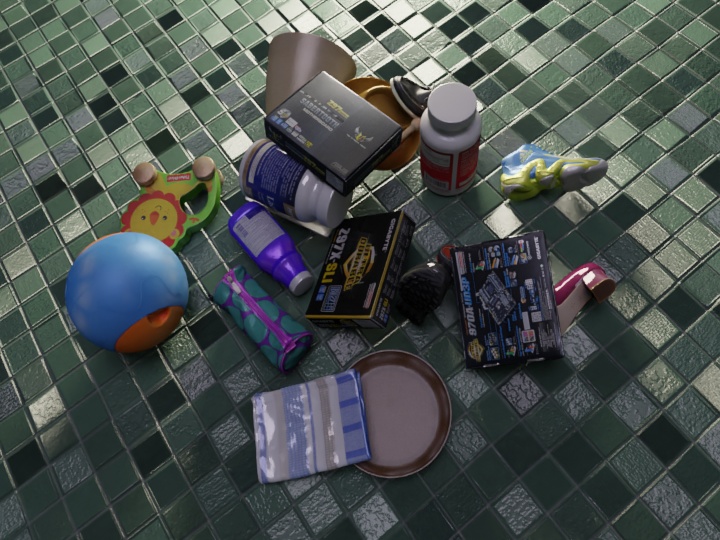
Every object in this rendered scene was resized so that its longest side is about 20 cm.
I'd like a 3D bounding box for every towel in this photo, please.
[{"bbox_3d":[-0.083,0.249,0.939,0.195,0.024,0.150,-16,64,14],"label":"towel"}]

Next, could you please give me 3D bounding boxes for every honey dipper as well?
[{"bbox_3d":[0.037,-0.213,1.095,0.198,0.038,0.038,-37,63,15],"label":"honey dipper"}]

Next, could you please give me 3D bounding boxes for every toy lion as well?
[{"bbox_3d":[-0.375,-0.117,1.156,0.194,0.069,0.197,-5,71,4],"label":"toy lion"}]

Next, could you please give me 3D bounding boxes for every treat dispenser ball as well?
[{"bbox_3d":[-0.396,0.038,1.001,0.195,0.202,0.206,-3,64,5],"label":"treat dispenser ball"}]

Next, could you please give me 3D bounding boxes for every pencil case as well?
[{"bbox_3d":[-0.172,0.082,1.015,0.199,0.093,0.085,40,74,21],"label":"pencil case"}]

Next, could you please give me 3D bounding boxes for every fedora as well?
[{"bbox_3d":[0.042,-0.293,1.128,0.196,0.081,0.206,3,82,-23],"label":"fedora"}]

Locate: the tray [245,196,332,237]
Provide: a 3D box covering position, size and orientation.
[{"bbox_3d":[-0.121,-0.141,1.154,0.197,0.022,0.109,25,71,17],"label":"tray"}]

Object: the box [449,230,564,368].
[{"bbox_3d":[0.236,0.050,0.951,0.155,0.046,0.206,-11,81,20],"label":"box"}]

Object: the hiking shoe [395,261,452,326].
[{"bbox_3d":[0.109,0.016,0.952,0.075,0.201,0.101,35,70,5],"label":"hiking shoe"}]

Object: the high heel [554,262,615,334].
[{"bbox_3d":[0.333,0.059,1.002,0.197,0.096,0.068,-29,106,7],"label":"high heel"}]

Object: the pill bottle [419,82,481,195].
[{"bbox_3d":[0.163,-0.236,1.065,0.109,0.201,0.115,-2,64,5],"label":"pill bottle"}]

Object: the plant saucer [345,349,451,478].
[{"bbox_3d":[0.049,0.231,0.951,0.195,0.032,0.205,-3,65,6],"label":"plant saucer"}]

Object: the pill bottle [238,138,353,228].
[{"bbox_3d":[-0.117,-0.158,1.078,0.197,0.116,0.117,24,69,22],"label":"pill bottle"}]

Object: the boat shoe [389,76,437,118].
[{"bbox_3d":[0.137,-0.316,1.109,0.065,0.198,0.076,-26,50,36],"label":"boat shoe"}]

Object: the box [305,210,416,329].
[{"bbox_3d":[0.000,0.000,1.016,0.157,0.049,0.204,-5,58,44],"label":"box"}]

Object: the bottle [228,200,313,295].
[{"bbox_3d":[-0.163,-0.039,1.086,0.083,0.066,0.200,-40,67,-10],"label":"bottle"}]

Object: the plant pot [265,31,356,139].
[{"bbox_3d":[-0.117,-0.329,1.172,0.183,0.187,0.205,10,80,12],"label":"plant pot"}]

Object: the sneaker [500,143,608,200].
[{"bbox_3d":[0.355,-0.202,1.096,0.195,0.076,0.107,-10,63,3],"label":"sneaker"}]

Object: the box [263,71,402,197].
[{"bbox_3d":[-0.048,-0.244,1.028,0.199,0.051,0.158,39,66,16],"label":"box"}]

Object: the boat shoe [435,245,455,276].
[{"bbox_3d":[0.229,-0.013,1.018,0.195,0.064,0.072,16,44,13],"label":"boat shoe"}]
